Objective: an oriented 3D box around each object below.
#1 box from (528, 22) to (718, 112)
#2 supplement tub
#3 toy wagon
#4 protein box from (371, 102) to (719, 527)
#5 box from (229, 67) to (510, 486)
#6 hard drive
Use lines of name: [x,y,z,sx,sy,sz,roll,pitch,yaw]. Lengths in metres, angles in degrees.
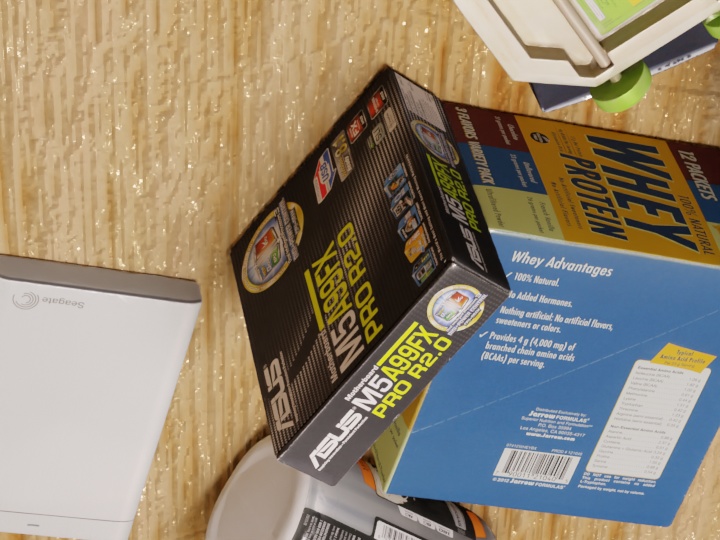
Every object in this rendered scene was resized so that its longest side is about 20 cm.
box: [0.101,-0.212,1.210,0.104,0.148,0.200,-21,127,3]
supplement tub: [0.007,0.195,1.509,0.200,0.123,0.123,28,116,-29]
toy wagon: [0.142,-0.172,1.132,0.200,0.040,0.155,-33,127,12]
protein box: [0.122,0.030,1.403,0.198,0.135,0.201,8,124,-18]
box: [0.000,0.000,1.312,0.044,0.200,0.160,29,116,-29]
hard drive: [-0.188,0.085,1.443,0.131,0.027,0.201,8,124,-18]
